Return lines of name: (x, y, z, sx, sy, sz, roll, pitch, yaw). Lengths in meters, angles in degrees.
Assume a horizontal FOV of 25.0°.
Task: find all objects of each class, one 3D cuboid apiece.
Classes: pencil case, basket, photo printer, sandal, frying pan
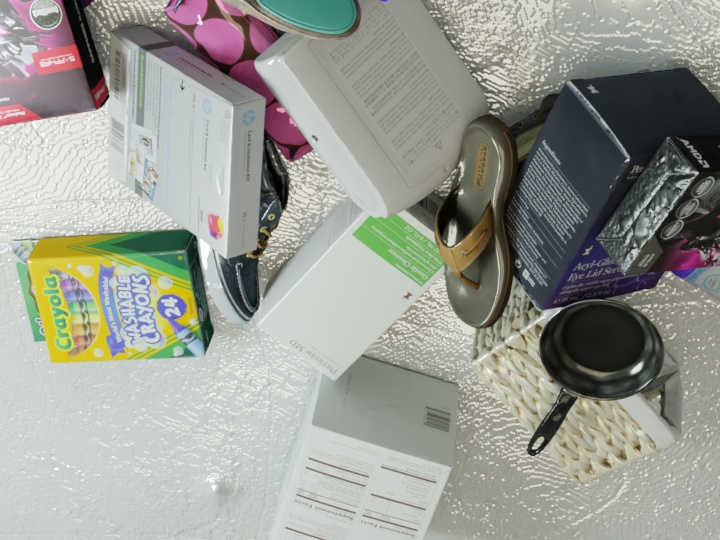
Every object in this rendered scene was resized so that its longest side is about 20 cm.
pencil case: (-0.093, -0.197, 1.514, 0.094, 0.091, 0.200, -22, 119, 40)
basket: (0.213, 0.094, 1.613, 0.123, 0.136, 0.200, -33, 109, 26)
photo printer: (0.019, -0.161, 1.490, 0.166, 0.069, 0.200, -46, 112, -21)
sandal: (0.101, -0.042, 1.490, 0.082, 0.055, 0.200, 30, 123, 42)
frying pan: (0.221, 0.101, 1.517, 0.115, 0.031, 0.190, 8, 126, 8)

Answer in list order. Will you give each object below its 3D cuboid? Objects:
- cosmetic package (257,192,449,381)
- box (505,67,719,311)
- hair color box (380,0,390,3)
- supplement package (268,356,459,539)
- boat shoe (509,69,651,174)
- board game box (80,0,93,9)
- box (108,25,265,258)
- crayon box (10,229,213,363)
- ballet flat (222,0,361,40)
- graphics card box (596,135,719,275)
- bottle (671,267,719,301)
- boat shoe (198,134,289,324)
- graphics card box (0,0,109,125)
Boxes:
cosmetic package: (0.000, 0.000, 1.615, 0.108, 0.085, 0.200, 35, 116, -15)
box: (0.229, -0.074, 1.477, 0.148, 0.104, 0.200, -11, 143, -32)
hair color box: (-0.047, -0.325, 1.424, 0.200, 0.109, 0.065, 19, 157, -3)
supplement package: (0.001, 0.218, 1.694, 0.150, 0.152, 0.200, 17, 119, -3)
boat shoe: (0.191, -0.138, 1.524, 0.200, 0.065, 0.073, -29, 147, 3)
board game box: (-0.302, -0.291, 1.527, 0.200, 0.032, 0.120, -34, 112, 22)
box: (-0.167, -0.124, 1.523, 0.200, 0.041, 0.156, 34, 130, 41)
crayon box: (-0.262, 0.029, 1.683, 0.200, 0.052, 0.126, -3, 118, 9)
ballet flat: (-0.092, -0.253, 1.413, 0.200, 0.067, 0.068, 26, 83, -3)
graphics card box: (0.315, -0.060, 1.426, 0.200, 0.051, 0.126, -3, 138, -38)
bottle: (0.395, 0.008, 1.579, 0.200, 0.065, 0.084, 30, 122, -9)
boat shoe: (-0.111, -0.039, 1.614, 0.091, 0.071, 0.201, -6, 115, 15)
graphics card box: (-0.322, -0.236, 1.507, 0.125, 0.051, 0.200, -7, 115, 12)
